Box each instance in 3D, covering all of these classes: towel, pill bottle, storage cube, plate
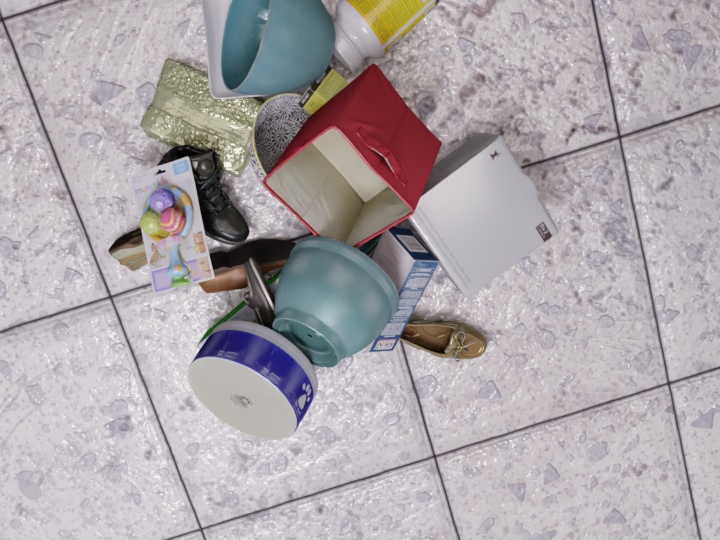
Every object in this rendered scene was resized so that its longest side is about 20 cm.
[{"bbox_3d":[-0.269,-0.267,1.022,0.198,0.036,0.150,24,97,-7],"label":"towel"},{"bbox_3d":[0.032,-0.429,0.969,0.200,0.112,0.113,-42,100,4],"label":"pill bottle"},{"bbox_3d":[-0.010,-0.165,0.894,0.171,0.181,0.199,43,137,-20],"label":"storage cube"},{"bbox_3d":[-0.164,-0.397,0.992,0.198,0.032,0.202,-7,100,-13],"label":"plate"}]

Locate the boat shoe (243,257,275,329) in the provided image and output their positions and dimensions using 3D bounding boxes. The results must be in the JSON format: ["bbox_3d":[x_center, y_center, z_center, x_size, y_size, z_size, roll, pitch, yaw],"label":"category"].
[{"bbox_3d":[-0.162,0.080,0.983,0.057,0.067,0.202,-23,102,-3],"label":"boat shoe"}]

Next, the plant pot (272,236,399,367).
[{"bbox_3d":[-0.056,0.065,0.924,0.200,0.200,0.135,39,57,-9],"label":"plant pot"}]

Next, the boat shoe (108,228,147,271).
[{"bbox_3d":[-0.346,-0.046,1.030,0.198,0.072,0.076,-15,124,28],"label":"boat shoe"}]

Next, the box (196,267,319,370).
[{"bbox_3d":[-0.161,0.129,1.072,0.200,0.097,0.177,-40,101,4],"label":"box"}]

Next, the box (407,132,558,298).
[{"bbox_3d":[0.196,-0.099,1.023,0.199,0.131,0.200,-36,105,4],"label":"box"}]

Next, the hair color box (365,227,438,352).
[{"bbox_3d":[0.050,0.036,1.030,0.060,0.100,0.201,3,125,-36],"label":"hair color box"}]

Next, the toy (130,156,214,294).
[{"bbox_3d":[-0.311,-0.072,0.936,0.114,0.047,0.202,-14,89,14],"label":"toy"}]

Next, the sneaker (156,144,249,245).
[{"bbox_3d":[-0.259,-0.132,1.006,0.200,0.114,0.076,51,56,-9],"label":"sneaker"}]

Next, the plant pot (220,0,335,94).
[{"bbox_3d":[-0.118,-0.360,0.906,0.134,0.200,0.202,8,102,-33],"label":"plant pot"}]

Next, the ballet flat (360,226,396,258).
[{"bbox_3d":[0.000,0.000,1.074,0.200,0.067,0.064,-40,110,5],"label":"ballet flat"}]

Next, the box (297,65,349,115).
[{"bbox_3d":[-0.005,-0.251,0.998,0.199,0.050,0.076,37,55,-15],"label":"box"}]

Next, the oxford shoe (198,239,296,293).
[{"bbox_3d":[-0.200,-0.006,1.070,0.198,0.072,0.072,-13,129,-1],"label":"oxford shoe"}]

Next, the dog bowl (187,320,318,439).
[{"bbox_3d":[-0.172,0.179,0.941,0.198,0.079,0.201,15,135,15],"label":"dog bowl"}]

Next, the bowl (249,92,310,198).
[{"bbox_3d":[-0.116,-0.187,0.999,0.199,0.094,0.203,14,68,-37],"label":"bowl"}]

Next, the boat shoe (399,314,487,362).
[{"bbox_3d":[0.146,0.131,1.106,0.198,0.063,0.074,11,99,-5],"label":"boat shoe"}]
